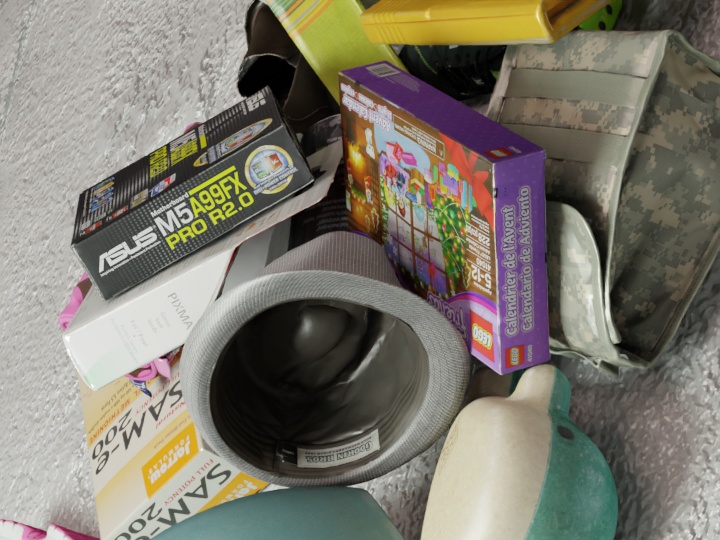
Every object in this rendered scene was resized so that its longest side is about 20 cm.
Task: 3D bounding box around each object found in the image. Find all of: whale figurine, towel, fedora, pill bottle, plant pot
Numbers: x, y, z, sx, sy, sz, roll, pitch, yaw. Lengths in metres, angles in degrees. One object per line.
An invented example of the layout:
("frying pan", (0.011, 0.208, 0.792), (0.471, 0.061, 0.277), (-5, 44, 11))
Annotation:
("whale figurine", (0.100, 0.131, 1.406), (0.200, 0.103, 0.160), (-90, 23, -68))
("towel", (-0.015, -0.163, 1.658), (0.018, 0.200, 0.086), (-33, -5, -33))
("fedora", (-0.023, 0.045, 1.444), (0.091, 0.176, 0.200), (-88, 13, -48))
("pill bottle", (0.000, 0.000, 1.588), (0.106, 0.106, 0.201), (-23, 51, 43))
("plant pot", (-0.024, 0.214, 1.441), (0.135, 0.200, 0.200), (-35, 36, -6))

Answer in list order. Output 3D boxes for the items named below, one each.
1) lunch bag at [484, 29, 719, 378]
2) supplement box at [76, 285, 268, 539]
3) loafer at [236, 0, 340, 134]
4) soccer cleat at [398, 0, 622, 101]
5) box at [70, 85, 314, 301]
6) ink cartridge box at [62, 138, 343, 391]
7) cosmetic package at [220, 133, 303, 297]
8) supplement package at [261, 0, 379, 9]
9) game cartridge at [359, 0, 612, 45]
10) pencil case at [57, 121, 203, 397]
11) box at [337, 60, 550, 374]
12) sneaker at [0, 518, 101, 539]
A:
("lunch bag", (0.143, -0.042, 1.422), (0.164, 0.117, 0.201), (12, 82, 59))
("supplement box", (-0.144, 0.106, 1.738), (0.126, 0.073, 0.200), (-44, 40, 26))
("loafer", (-0.060, -0.160, 1.797), (0.073, 0.071, 0.200), (-45, 39, 25))
("soccer cleat", (0.094, -0.152, 1.592), (0.200, 0.067, 0.081), (-24, 36, 39))
("box", (-0.115, -0.056, 1.558), (0.160, 0.044, 0.200), (-30, 13, 2))
("ink cartridge box", (-0.091, -0.008, 1.523), (0.199, 0.050, 0.161), (-25, 14, 13))
("cosmetic package", (-0.053, 0.009, 1.675), (0.051, 0.082, 0.201), (-6, 64, 53))
("supplement package", (0.011, -0.286, 1.742), (0.121, 0.120, 0.201), (-1, 69, 51))
("game cartridge", (0.118, -0.203, 1.521), (0.176, 0.033, 0.200), (-36, 24, -27))
("pencil case", (-0.135, -0.013, 1.690), (0.093, 0.091, 0.200), (13, 61, 31))
("box", (0.050, -0.037, 1.426), (0.200, 0.039, 0.137), (36, 135, 56))
("sneaker", (-0.229, 0.246, 1.766), (0.200, 0.081, 0.089), (-7, 64, 60))
